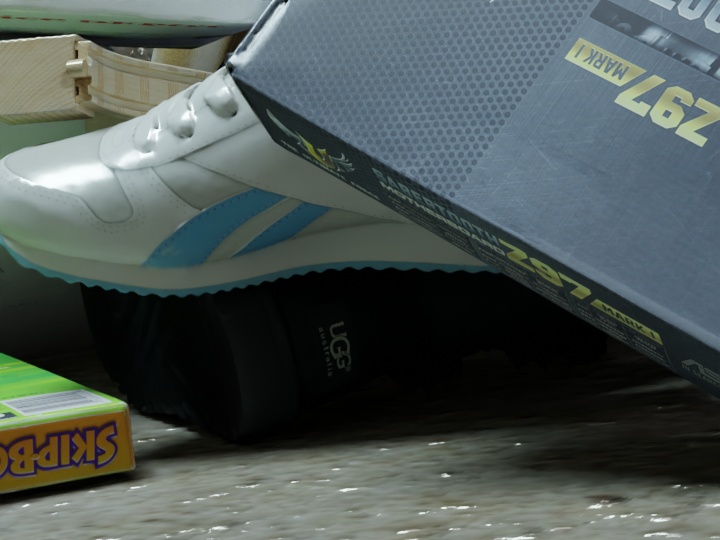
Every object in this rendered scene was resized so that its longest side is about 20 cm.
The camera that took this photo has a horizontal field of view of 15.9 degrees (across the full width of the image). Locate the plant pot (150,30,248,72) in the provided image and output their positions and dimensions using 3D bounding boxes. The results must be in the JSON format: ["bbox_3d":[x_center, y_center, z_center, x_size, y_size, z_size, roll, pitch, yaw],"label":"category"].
[{"bbox_3d":[-0.018,-0.087,1.239,0.200,0.200,0.027,-13,21,-43],"label":"plant pot"}]

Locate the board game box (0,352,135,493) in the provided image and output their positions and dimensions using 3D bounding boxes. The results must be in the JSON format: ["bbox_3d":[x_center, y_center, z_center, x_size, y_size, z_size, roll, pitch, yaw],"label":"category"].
[{"bbox_3d":[-0.147,0.051,0.859,0.095,0.030,0.200,-9,9,-19],"label":"board game box"}]

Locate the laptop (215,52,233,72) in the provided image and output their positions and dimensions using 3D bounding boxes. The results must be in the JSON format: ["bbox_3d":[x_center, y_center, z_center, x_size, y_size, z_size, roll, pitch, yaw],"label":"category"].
[{"bbox_3d":[0.040,-0.138,0.963,0.200,0.116,0.187,-7,2,-4],"label":"laptop"}]

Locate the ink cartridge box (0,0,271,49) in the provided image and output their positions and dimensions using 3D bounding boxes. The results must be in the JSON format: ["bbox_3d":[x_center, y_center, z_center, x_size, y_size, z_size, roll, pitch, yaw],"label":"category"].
[{"bbox_3d":[-0.116,-0.131,0.978,0.146,0.085,0.200,1,1,-13],"label":"ink cartridge box"}]

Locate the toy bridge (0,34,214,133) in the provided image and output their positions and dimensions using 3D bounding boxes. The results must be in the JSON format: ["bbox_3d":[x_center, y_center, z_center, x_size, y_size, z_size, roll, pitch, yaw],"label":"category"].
[{"bbox_3d":[-0.064,-0.052,0.911,0.067,0.027,0.200,-4,-8,15],"label":"toy bridge"}]

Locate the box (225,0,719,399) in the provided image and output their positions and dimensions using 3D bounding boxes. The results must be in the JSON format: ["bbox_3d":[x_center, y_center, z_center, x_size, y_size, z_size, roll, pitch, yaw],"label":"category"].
[{"bbox_3d":[0.087,-0.063,0.706,0.200,0.158,0.051,31,-12,28],"label":"box"}]

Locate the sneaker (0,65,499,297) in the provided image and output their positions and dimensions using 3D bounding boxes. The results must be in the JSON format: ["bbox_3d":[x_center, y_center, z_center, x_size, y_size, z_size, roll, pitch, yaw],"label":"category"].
[{"bbox_3d":[-0.023,-0.043,0.808,0.200,0.081,0.077,-6,25,8],"label":"sneaker"}]

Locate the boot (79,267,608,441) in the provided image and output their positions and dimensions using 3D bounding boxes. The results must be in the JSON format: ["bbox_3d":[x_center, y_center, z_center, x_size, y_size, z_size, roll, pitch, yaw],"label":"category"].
[{"bbox_3d":[0.000,0.000,0.910,0.168,0.077,0.200,-13,15,-22],"label":"boot"}]

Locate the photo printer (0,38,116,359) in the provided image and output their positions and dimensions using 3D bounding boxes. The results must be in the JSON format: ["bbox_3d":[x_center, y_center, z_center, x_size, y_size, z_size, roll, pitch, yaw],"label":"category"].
[{"bbox_3d":[-0.154,-0.027,1.034,0.166,0.070,0.200,-7,-23,7],"label":"photo printer"}]
